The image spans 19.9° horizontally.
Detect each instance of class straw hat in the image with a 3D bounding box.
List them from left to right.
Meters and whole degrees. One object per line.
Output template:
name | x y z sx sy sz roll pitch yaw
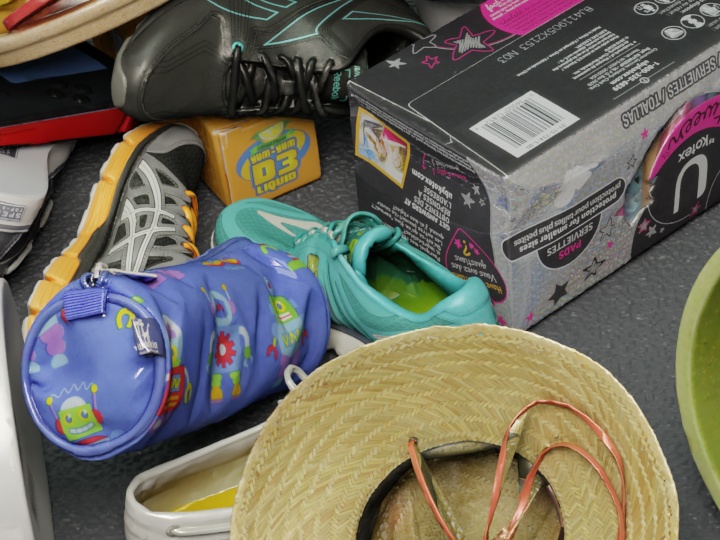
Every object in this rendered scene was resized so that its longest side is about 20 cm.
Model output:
straw hat | 0.049 0.120 0.920 0.200 0.203 0.085 5 -1 14

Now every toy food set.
toy food set | -0.153 -0.171 1.156 0.199 0.049 0.198 -9 25 36

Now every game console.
game console | -0.241 -0.127 1.205 0.200 0.031 0.176 33 26 32

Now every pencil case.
pencil case | -0.086 0.032 0.991 0.078 0.088 0.200 1 7 23

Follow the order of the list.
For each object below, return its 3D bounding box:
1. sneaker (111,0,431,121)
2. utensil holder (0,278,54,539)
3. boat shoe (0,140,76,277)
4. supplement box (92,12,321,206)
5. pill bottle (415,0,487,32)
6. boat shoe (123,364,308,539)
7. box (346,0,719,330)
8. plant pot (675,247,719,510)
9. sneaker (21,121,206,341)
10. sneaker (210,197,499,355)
sneaker | -0.044 -0.121 1.143 0.199 0.076 0.079 -20 44 -31
utensil holder | -0.248 0.094 0.935 0.199 0.171 0.170 -10 38 -5
boat shoe | -0.206 -0.049 1.187 0.071 0.068 0.200 17 21 -12
supplement box | -0.099 -0.116 1.257 0.066 0.069 0.200 -23 40 -19
pill bottle | 0.106 -0.224 1.322 0.111 0.113 0.201 4 40 13
boat shoe | -0.020 0.085 0.977 0.201 0.086 0.075 -17 40 -12
box | 0.111 -0.075 1.136 0.199 0.115 0.132 -33 46 -27
plant pot | 0.279 0.038 0.936 0.199 0.201 0.189 28 37 36
sneaker | -0.117 -0.003 1.120 0.077 0.079 0.201 13 47 9
sneaker | 0.000 0.000 1.086 0.199 0.080 0.077 27 49 36
